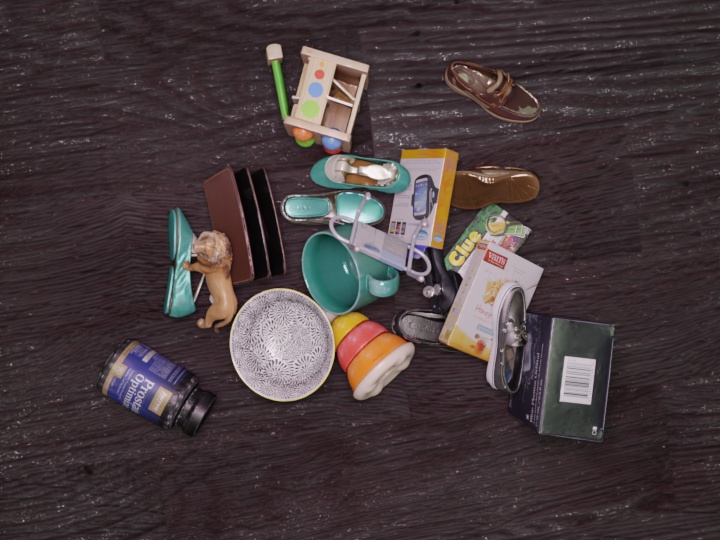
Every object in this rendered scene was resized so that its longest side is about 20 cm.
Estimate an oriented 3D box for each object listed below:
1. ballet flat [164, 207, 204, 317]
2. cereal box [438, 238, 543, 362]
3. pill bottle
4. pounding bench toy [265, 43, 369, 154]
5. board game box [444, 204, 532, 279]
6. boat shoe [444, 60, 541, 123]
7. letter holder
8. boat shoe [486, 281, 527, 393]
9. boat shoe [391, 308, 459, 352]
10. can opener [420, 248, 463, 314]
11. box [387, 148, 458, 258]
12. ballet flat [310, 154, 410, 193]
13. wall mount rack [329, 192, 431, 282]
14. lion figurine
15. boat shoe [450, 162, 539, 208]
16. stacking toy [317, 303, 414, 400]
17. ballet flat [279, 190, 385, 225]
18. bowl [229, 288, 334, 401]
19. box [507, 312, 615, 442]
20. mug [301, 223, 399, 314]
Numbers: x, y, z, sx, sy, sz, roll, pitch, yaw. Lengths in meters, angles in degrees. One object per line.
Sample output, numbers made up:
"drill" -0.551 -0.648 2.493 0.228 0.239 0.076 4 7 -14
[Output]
"ballet flat" -0.328 -0.014 1.317 0.070 0.067 0.203 3 89 -25
"cereal box" 0.241 0.061 1.287 0.143 0.039 0.202 22 91 -29
"pill bottle" -0.371 0.220 1.292 0.198 0.112 0.113 30 89 0
"pounding bench toy" -0.098 -0.312 1.291 0.198 0.124 0.158 16 90 -1
"board game box" 0.226 -0.025 1.334 0.104 0.023 0.201 36 89 19
"boat shoe" 0.253 -0.342 1.322 0.198 0.072 0.073 29 90 -1
"letter holder" -0.197 -0.083 1.266 0.100 0.142 0.203 -12 90 -31
"boat shoe" 0.274 0.123 1.262 0.068 0.056 0.203 -2 103 -30
"boat shoe" 0.160 0.113 1.324 0.199 0.063 0.075 8 83 -7
"can opener" 0.138 -0.014 1.315 0.063 0.078 0.202 -29 68 35
"box" 0.112 -0.123 1.300 0.041 0.118 0.203 7 92 -40
"ballet flat" -0.006 -0.186 1.296 0.197 0.070 0.068 8 82 15
"wall mount rack" 0.043 -0.044 1.176 0.198 0.175 0.075 23 131 -11
"lion figurine" -0.255 0.025 1.251 0.072 0.122 0.202 -34 114 -42
"boat shoe" 0.237 -0.166 1.322 0.197 0.072 0.073 -3 118 18
"stacking toy" -0.008 0.125 1.308 0.146 0.146 0.200 -41 73 -1
"ballet flat" -0.053 -0.116 1.324 0.197 0.064 0.068 2 87 -6
"bowl" -0.133 0.131 1.297 0.198 0.094 0.204 0 92 11
"box" 0.354 0.182 1.259 0.116 0.200 0.200 7 89 -3
"mug" -0.007 0.003 1.274 0.186 0.114 0.153 50 133 20
